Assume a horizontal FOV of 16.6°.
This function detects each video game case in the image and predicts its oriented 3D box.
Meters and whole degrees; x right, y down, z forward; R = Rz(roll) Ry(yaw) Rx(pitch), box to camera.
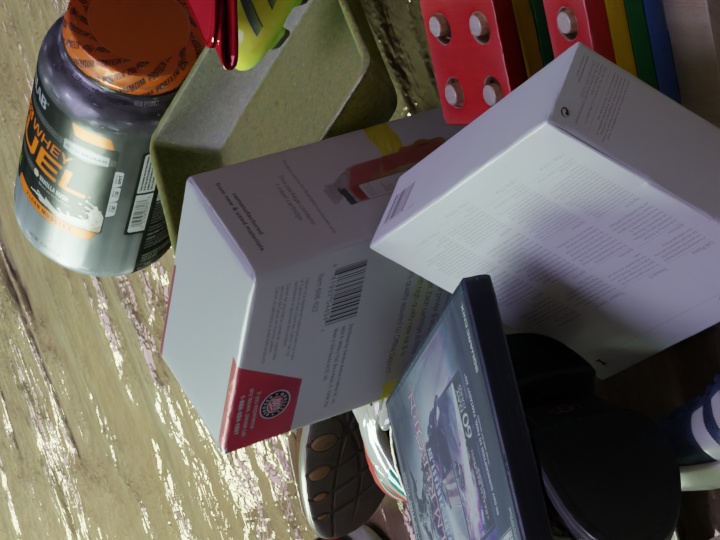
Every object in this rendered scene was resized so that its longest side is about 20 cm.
[{"bbox_3d":[0.053,0.104,1.268,0.200,0.019,0.144,119,141,-66],"label":"video game case"}]

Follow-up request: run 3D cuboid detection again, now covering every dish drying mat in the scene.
[{"bbox_3d":[-0.100,-0.195,1.410,0.200,0.018,0.077,-115,22,-53],"label":"dish drying mat"}]

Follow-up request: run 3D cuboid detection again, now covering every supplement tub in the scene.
[{"bbox_3d":[-0.166,-0.100,1.673,0.123,0.122,0.201,55,147,27],"label":"supplement tub"}]

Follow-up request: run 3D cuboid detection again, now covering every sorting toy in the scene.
[{"bbox_3d":[0.092,-0.164,1.238,0.199,0.069,0.201,8,113,59],"label":"sorting toy"}]

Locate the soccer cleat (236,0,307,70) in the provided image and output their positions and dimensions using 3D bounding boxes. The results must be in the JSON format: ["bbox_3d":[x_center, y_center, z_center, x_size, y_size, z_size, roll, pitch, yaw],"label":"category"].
[{"bbox_3d":[-0.059,-0.215,1.398,0.065,0.083,0.202,40,117,59],"label":"soccer cleat"}]

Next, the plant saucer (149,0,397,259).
[{"bbox_3d":[-0.046,-0.088,1.444,0.200,0.048,0.201,-56,30,26],"label":"plant saucer"}]

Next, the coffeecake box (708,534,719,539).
[{"bbox_3d":[0.227,0.209,1.136,0.073,0.153,0.202,10,116,57],"label":"coffeecake box"}]

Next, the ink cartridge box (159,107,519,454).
[{"bbox_3d":[0.000,0.000,1.363,0.084,0.199,0.146,53,147,34],"label":"ink cartridge box"}]

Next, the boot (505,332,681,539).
[{"bbox_3d":[0.105,0.145,1.257,0.200,0.069,0.176,-120,27,-58],"label":"boot"}]

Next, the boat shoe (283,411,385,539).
[{"bbox_3d":[-0.020,0.072,1.580,0.072,0.075,0.202,27,120,56],"label":"boat shoe"}]

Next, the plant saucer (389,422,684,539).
[{"bbox_3d":[0.103,0.125,1.377,0.199,0.032,0.201,26,137,27],"label":"plant saucer"}]

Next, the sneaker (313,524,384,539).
[{"bbox_3d":[0.012,0.254,1.609,0.200,0.084,0.077,46,144,38],"label":"sneaker"}]

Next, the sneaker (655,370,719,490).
[{"bbox_3d":[0.197,0.057,1.191,0.199,0.075,0.085,-13,91,55],"label":"sneaker"}]

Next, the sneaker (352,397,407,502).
[{"bbox_3d":[0.019,0.051,1.471,0.093,0.070,0.201,-158,48,-75],"label":"sneaker"}]

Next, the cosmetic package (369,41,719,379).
[{"bbox_3d":[0.114,-0.023,1.216,0.150,0.052,0.200,32,153,-13],"label":"cosmetic package"}]
